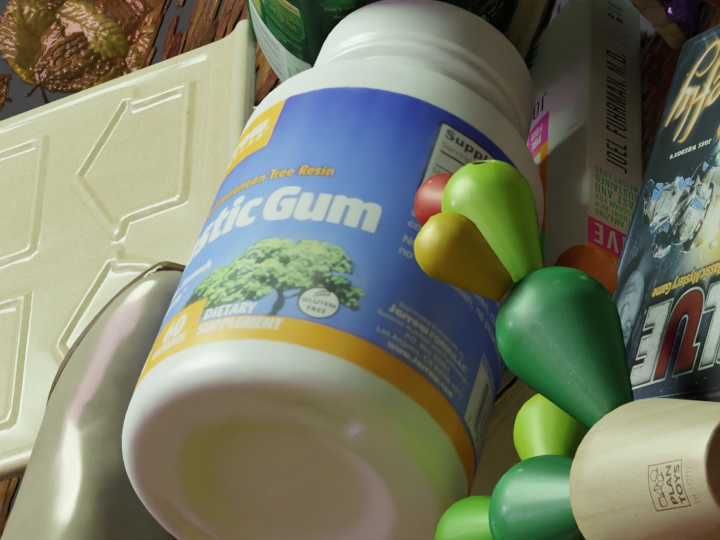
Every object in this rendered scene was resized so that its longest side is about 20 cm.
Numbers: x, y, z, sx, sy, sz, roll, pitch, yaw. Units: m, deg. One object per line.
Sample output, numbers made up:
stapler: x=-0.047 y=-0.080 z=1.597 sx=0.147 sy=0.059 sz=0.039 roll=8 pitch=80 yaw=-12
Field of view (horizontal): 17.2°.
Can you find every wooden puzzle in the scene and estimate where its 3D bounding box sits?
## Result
wooden puzzle: x=-0.118 y=0.008 z=0.962 sx=0.200 sy=0.046 sz=0.185 roll=-21 pitch=47 yaw=26

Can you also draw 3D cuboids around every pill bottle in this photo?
pill bottle: x=0.000 y=0.000 z=0.805 sx=0.112 sy=0.112 sz=0.200 roll=-57 pitch=11 yaw=46

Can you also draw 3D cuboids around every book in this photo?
book: x=0.062 y=-0.002 z=0.903 sx=0.134 sy=0.048 sz=0.200 roll=-53 pitch=19 yaw=35

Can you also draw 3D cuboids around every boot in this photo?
boot: x=-0.100 y=0.111 z=0.813 sx=0.146 sy=0.070 sz=0.200 roll=-65 pitch=-7 yaw=-65

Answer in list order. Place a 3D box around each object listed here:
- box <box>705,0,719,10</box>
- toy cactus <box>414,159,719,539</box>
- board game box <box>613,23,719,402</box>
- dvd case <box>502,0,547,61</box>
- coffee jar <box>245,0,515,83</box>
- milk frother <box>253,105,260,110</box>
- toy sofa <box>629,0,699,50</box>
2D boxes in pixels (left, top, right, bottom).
box: x=0.130 y=-0.164 z=0.463 sx=0.164 sy=0.166 sz=0.200 roll=-24 pitch=42 yaw=40
toy cactus: x=0.053 y=0.059 z=0.638 sx=0.165 sy=0.102 sz=0.200 roll=155 pitch=120 yaw=-63
board game box: x=0.124 y=-0.017 z=0.660 sx=0.200 sy=0.035 sz=0.136 roll=155 pitch=134 yaw=-73
dvd case: x=0.042 y=-0.088 z=1.053 sx=0.149 sy=0.016 sz=0.200 roll=-49 pitch=10 yaw=34
coffee jar: x=-0.002 y=-0.141 z=0.868 sx=0.085 sy=0.104 sz=0.200 roll=58 pitch=173 yaw=22
milk frother: x=-0.083 y=0.002 z=1.131 sx=0.200 sy=0.180 sz=0.188 roll=86 pitch=-166 yaw=-58
toy sofa: x=0.105 y=-0.167 z=0.927 sx=0.083 sy=0.098 sz=0.200 roll=-41 pitch=18 yaw=9
